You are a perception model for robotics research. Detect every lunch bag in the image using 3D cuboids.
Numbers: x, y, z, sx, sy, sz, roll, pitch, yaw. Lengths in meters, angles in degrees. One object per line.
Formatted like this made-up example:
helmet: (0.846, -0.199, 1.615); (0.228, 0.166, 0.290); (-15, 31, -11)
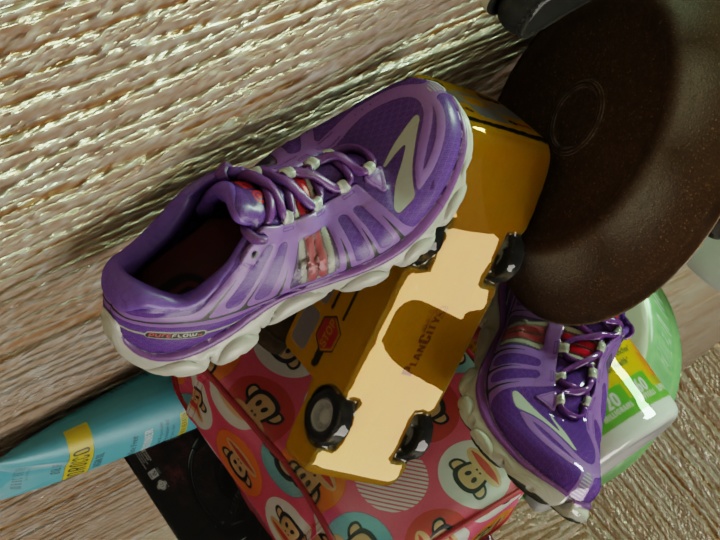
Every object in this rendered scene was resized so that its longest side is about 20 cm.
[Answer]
lunch bag: (0.006, 0.077, 1.344); (0.176, 0.200, 0.082); (-29, 163, -25)

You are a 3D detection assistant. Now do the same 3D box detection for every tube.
tube: (-0.135, 0.086, 1.382); (0.200, 0.050, 0.077); (-25, 159, -21)

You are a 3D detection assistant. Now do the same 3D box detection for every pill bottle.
pill bottle: (0.097, 0.040, 1.449); (0.111, 0.200, 0.111); (-34, 169, -7)

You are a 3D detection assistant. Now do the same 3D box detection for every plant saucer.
plant saucer: (0.121, -0.072, 1.184); (0.037, 0.201, 0.200); (23, 131, -31)

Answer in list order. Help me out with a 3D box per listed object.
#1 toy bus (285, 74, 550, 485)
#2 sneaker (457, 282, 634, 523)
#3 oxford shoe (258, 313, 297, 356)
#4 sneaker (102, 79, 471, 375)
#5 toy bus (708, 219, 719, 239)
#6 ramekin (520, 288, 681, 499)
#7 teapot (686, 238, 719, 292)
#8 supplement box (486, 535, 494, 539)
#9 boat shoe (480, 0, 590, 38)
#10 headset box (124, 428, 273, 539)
toy bus: (0.022, 0.008, 1.187); (0.065, 0.078, 0.200); (13, 111, -38)
sneaker: (0.103, 0.045, 1.209); (0.083, 0.081, 0.200); (-41, -153, 29)
oxford shoe: (0.000, 0.000, 1.298); (0.200, 0.084, 0.073); (-27, 165, -42)
sneaker: (-0.032, -0.025, 1.082); (0.200, 0.081, 0.083); (-36, 157, -13)
toy bus: (0.147, -0.073, 1.309); (0.200, 0.136, 0.192); (-35, 164, 12)
ramekin: (0.118, 0.052, 1.603); (0.200, 0.200, 0.098); (-35, 162, 1)
teapot: (0.270, -0.068, 1.652); (0.146, 0.198, 0.200); (6, 130, -15)
supplement box: (0.021, 0.171, 1.578); (0.103, 0.200, 0.131); (-29, 171, -6)
boat shoe: (0.150, -0.165, 1.092); (0.201, 0.063, 0.074); (-32, 172, -7)
headset box: (-0.038, 0.110, 1.485); (0.200, 0.149, 0.077); (-33, 170, -7)
